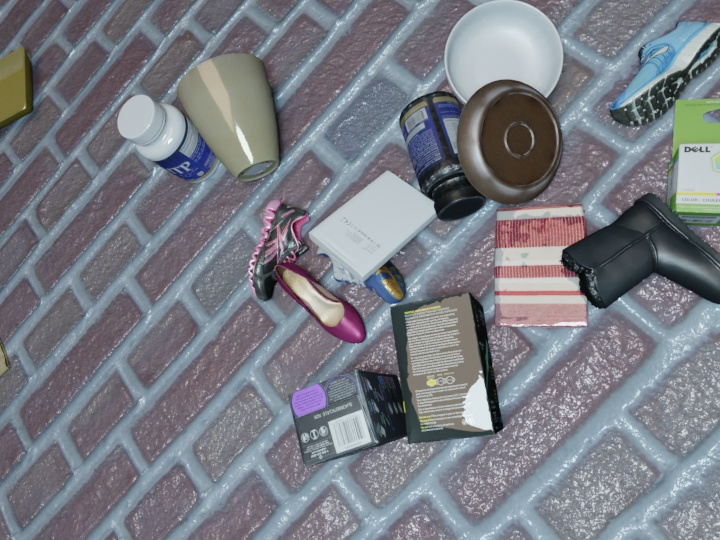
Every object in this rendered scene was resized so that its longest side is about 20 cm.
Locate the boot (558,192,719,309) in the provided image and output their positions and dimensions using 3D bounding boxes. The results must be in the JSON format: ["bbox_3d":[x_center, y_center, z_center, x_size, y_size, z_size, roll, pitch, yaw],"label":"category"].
[{"bbox_3d":[0.412,0.007,0.773,0.168,0.076,0.201,-37,71,2],"label":"boot"}]

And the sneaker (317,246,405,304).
[{"bbox_3d":[0.000,0.000,0.961,0.088,0.075,0.200,-51,60,18],"label":"sneaker"}]

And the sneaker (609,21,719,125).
[{"bbox_3d":[0.472,-0.315,0.851,0.200,0.078,0.090,-43,49,3],"label":"sneaker"}]

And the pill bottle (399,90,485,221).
[{"bbox_3d":[0.143,-0.194,0.917,0.111,0.112,0.202,-20,72,16],"label":"pill bottle"}]

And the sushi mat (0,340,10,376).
[{"bbox_3d":[-0.925,0.257,1.286,0.200,0.012,0.096,-42,66,8],"label":"sushi mat"}]

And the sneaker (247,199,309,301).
[{"bbox_3d":[-0.151,-0.035,1.024,0.094,0.079,0.202,12,84,12],"label":"sneaker"}]

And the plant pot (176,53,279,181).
[{"bbox_3d":[-0.242,-0.289,1.067,0.186,0.187,0.202,-24,84,14],"label":"plant pot"}]

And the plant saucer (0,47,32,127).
[{"bbox_3d":[-0.963,-0.476,1.449,0.198,0.048,0.202,-18,71,17],"label":"plant saucer"}]

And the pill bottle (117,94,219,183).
[{"bbox_3d":[-0.389,-0.269,1.094,0.119,0.200,0.121,-5,76,20],"label":"pill bottle"}]

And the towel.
[{"bbox_3d":[0.291,-0.007,0.867,0.143,0.023,0.202,-1,77,22],"label":"towel"}]

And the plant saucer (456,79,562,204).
[{"bbox_3d":[0.249,-0.208,0.856,0.198,0.032,0.202,-1,94,-17],"label":"plant saucer"}]

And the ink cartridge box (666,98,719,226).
[{"bbox_3d":[0.536,-0.170,0.775,0.146,0.076,0.202,4,82,22],"label":"ink cartridge box"}]

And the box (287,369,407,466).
[{"bbox_3d":[-0.008,0.227,0.831,0.121,0.200,0.107,-23,71,15],"label":"box"}]

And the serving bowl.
[{"bbox_3d":[0.243,-0.357,0.928,0.198,0.066,0.202,0,87,4],"label":"serving bowl"}]

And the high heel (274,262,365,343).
[{"bbox_3d":[-0.077,0.060,0.953,0.199,0.096,0.068,36,92,24],"label":"high heel"}]

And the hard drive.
[{"bbox_3d":[0.026,-0.083,0.935,0.132,0.027,0.200,39,66,24],"label":"hard drive"}]

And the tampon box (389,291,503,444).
[{"bbox_3d":[0.134,0.151,0.821,0.125,0.150,0.202,-12,74,18],"label":"tampon box"}]
